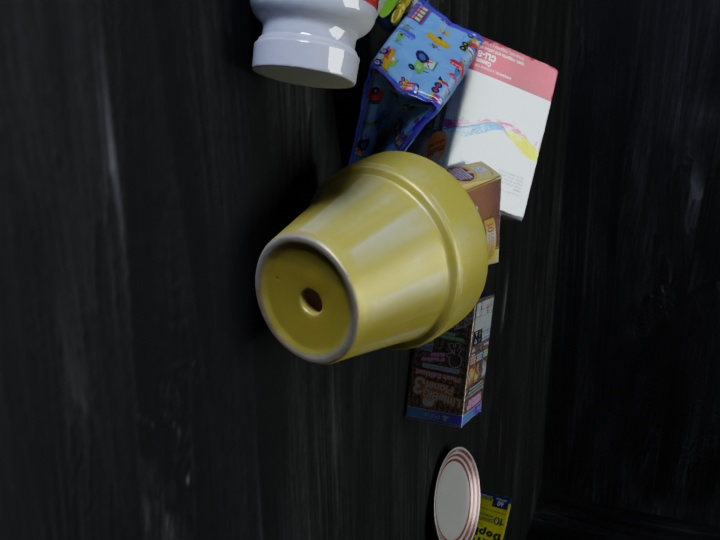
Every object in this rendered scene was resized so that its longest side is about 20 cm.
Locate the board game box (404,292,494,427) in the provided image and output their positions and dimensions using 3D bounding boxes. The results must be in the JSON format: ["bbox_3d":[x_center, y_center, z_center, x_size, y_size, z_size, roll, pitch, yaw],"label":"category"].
[{"bbox_3d":[0.148,0.136,1.693,0.159,0.095,0.204,-6,103,-72],"label":"board game box"}]

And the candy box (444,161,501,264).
[{"bbox_3d":[0.069,-0.050,1.227,0.056,0.197,0.119,-135,-144,-54],"label":"candy box"}]

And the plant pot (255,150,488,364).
[{"bbox_3d":[0.000,0.000,1.042,0.188,0.198,0.204,-30,127,-49],"label":"plant pot"}]

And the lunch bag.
[{"bbox_3d":[0.044,-0.187,1.223,0.151,0.093,0.201,-58,178,-40],"label":"lunch bag"}]

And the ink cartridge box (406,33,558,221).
[{"bbox_3d":[0.140,-0.180,1.348,0.143,0.145,0.204,15,88,-30],"label":"ink cartridge box"}]

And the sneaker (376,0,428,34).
[{"bbox_3d":[0.063,-0.390,1.212,0.115,0.079,0.203,68,34,-74],"label":"sneaker"}]

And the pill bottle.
[{"bbox_3d":[-0.036,-0.269,0.910,0.116,0.114,0.204,6,91,-72],"label":"pill bottle"}]

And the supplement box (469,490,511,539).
[{"bbox_3d":[0.225,0.551,2.071,0.111,0.107,0.202,91,16,-48],"label":"supplement box"}]

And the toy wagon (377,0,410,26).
[{"bbox_3d":[0.006,-0.309,1.086,0.157,0.039,0.200,-61,163,3],"label":"toy wagon"}]

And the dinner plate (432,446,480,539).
[{"bbox_3d":[0.179,0.438,1.979,0.199,0.024,0.204,3,86,-58],"label":"dinner plate"}]
